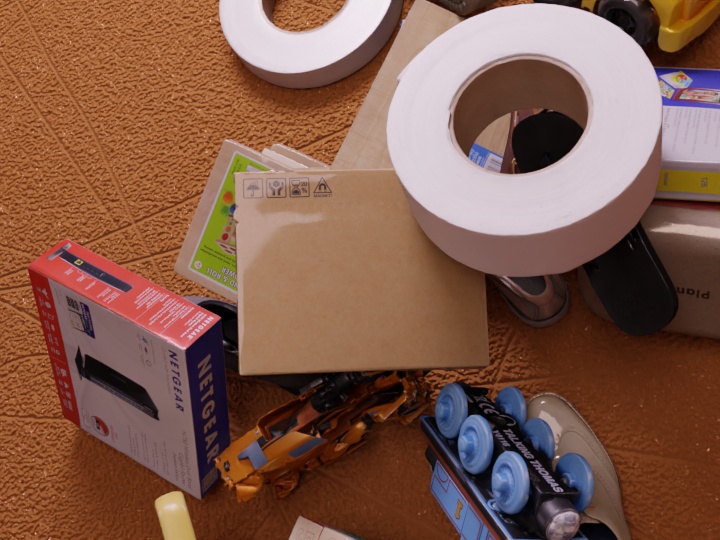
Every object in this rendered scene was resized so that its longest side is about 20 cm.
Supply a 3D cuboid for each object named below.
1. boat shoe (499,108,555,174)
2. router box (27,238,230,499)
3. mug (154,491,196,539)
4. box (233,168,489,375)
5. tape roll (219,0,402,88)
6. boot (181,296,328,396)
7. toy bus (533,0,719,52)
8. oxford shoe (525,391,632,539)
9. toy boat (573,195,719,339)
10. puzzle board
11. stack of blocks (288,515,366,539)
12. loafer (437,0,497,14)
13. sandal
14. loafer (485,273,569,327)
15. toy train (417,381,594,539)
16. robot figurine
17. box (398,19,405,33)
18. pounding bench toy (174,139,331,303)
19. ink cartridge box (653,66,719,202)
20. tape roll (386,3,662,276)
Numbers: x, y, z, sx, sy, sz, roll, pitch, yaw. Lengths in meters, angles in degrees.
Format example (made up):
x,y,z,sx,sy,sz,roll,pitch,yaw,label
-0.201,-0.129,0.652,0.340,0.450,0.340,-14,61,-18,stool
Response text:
x,y,z,sx,sy,sz,roll,pitch,yaw,label
0.165,-0.123,0.904,0.070,0.070,0.201,16,71,-7,boat shoe
-0.204,0.090,0.929,0.179,0.200,0.049,24,45,24,router box
-0.129,0.285,0.795,0.186,0.153,0.149,41,75,2,mug
0.000,0.000,0.820,0.199,0.021,0.164,-2,83,-5,box
-0.053,-0.292,1.099,0.202,0.037,0.204,-6,69,16,tape roll
-0.128,0.053,0.950,0.199,0.132,0.070,13,77,21,boot
0.245,-0.323,0.919,0.200,0.192,0.136,36,63,23,toy bus
0.182,0.188,0.838,0.071,0.074,0.201,-25,66,8,oxford shoe
0.286,-0.025,0.870,0.199,0.131,0.131,9,45,20,toy boat
0.080,-0.140,0.942,0.150,0.017,0.200,25,71,1,puzzle board
0.041,0.270,0.830,0.200,0.115,0.059,14,75,40,stack of blocks
0.093,-0.305,1.022,0.067,0.076,0.200,-8,38,-17,loafer
0.179,-0.040,0.802,0.075,0.045,0.200,-38,74,39,sandal
0.117,-0.036,0.942,0.072,0.063,0.200,-40,65,1,loafer
0.109,0.170,0.825,0.200,0.086,0.115,-132,52,-59,toy train
-0.020,0.130,0.892,0.200,0.145,0.058,-33,71,14,robot figurine
0.129,-0.189,1.007,0.199,0.035,0.110,6,73,19,box
-0.032,-0.021,0.930,0.200,0.156,0.125,26,102,12,pounding bench toy
0.323,-0.116,0.858,0.199,0.047,0.198,8,33,19,ink cartridge box
0.122,-0.099,0.769,0.202,0.071,0.203,-7,64,13,tape roll
